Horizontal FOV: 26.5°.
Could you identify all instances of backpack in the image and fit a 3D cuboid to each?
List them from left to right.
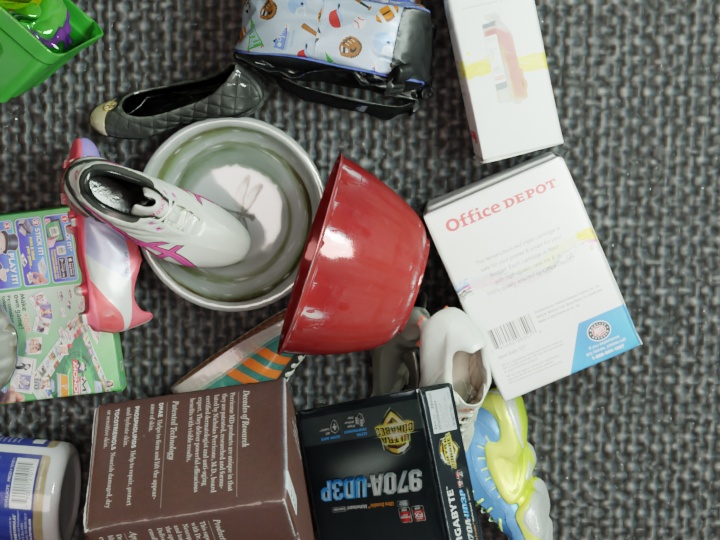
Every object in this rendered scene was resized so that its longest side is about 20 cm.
[{"bbox_3d":[-0.024,-0.236,1.482,0.190,0.200,0.155,4,89,6],"label":"backpack"}]

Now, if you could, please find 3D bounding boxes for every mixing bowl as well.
[{"bbox_3d":[0.000,0.000,1.454,0.108,0.200,0.201,18,98,-4],"label":"mixing bowl"}]

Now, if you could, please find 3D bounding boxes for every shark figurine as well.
[{"bbox_3d":[0.016,0.099,1.572,0.089,0.128,0.215,12,124,-8],"label":"shark figurine"}]

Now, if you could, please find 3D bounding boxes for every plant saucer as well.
[{"bbox_3d":[-0.131,-0.059,1.574,0.199,0.050,0.201,0,97,2],"label":"plant saucer"}]

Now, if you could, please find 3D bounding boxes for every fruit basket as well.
[{"bbox_3d":[-0.346,-0.294,1.501,0.215,0.156,0.216,4,109,12],"label":"fruit basket"}]

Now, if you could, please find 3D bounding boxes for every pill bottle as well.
[{"bbox_3d":[-0.400,0.228,1.591,0.199,0.116,0.116,5,97,3],"label":"pill bottle"}]

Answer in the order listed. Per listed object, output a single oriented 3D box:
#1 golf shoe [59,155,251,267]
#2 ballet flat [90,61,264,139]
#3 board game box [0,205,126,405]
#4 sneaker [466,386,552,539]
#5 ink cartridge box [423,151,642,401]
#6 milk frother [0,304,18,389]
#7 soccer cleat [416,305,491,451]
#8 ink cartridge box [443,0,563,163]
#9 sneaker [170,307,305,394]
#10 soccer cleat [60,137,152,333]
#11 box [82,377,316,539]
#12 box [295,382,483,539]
[{"bbox_3d":[-0.196,-0.051,1.491,0.200,0.092,0.073,21,88,-19],"label":"golf shoe"},{"bbox_3d":[-0.188,-0.175,1.536,0.199,0.067,0.057,-9,135,24],"label":"ballet flat"},{"bbox_3d":[-0.327,0.035,1.607,0.134,0.029,0.201,-7,96,3],"label":"board game box"},{"bbox_3d":[0.136,0.223,1.592,0.105,0.076,0.201,-11,89,16],"label":"sneaker"},{"bbox_3d":[0.166,0.000,1.518,0.147,0.145,0.200,-22,95,5],"label":"ink cartridge box"},{"bbox_3d":[-0.471,0.045,1.530,0.180,0.188,0.201,7,102,23],"label":"milk frother"},{"bbox_3d":[0.090,0.124,1.482,0.069,0.078,0.200,-24,134,-24],"label":"soccer cleat"},{"bbox_3d":[0.134,-0.213,1.494,0.083,0.145,0.201,-12,97,3],"label":"ink cartridge box"},{"bbox_3d":[-0.096,0.100,1.586,0.200,0.071,0.080,-33,97,13],"label":"sneaker"},{"bbox_3d":[-0.258,-0.036,1.555,0.076,0.067,0.201,-7,95,-19],"label":"soccer cleat"},{"bbox_3d":[-0.155,0.232,1.526,0.199,0.164,0.166,-9,131,4],"label":"box"},{"bbox_3d":[0.025,0.200,1.480,0.046,0.200,0.159,-7,85,-40],"label":"box"}]
